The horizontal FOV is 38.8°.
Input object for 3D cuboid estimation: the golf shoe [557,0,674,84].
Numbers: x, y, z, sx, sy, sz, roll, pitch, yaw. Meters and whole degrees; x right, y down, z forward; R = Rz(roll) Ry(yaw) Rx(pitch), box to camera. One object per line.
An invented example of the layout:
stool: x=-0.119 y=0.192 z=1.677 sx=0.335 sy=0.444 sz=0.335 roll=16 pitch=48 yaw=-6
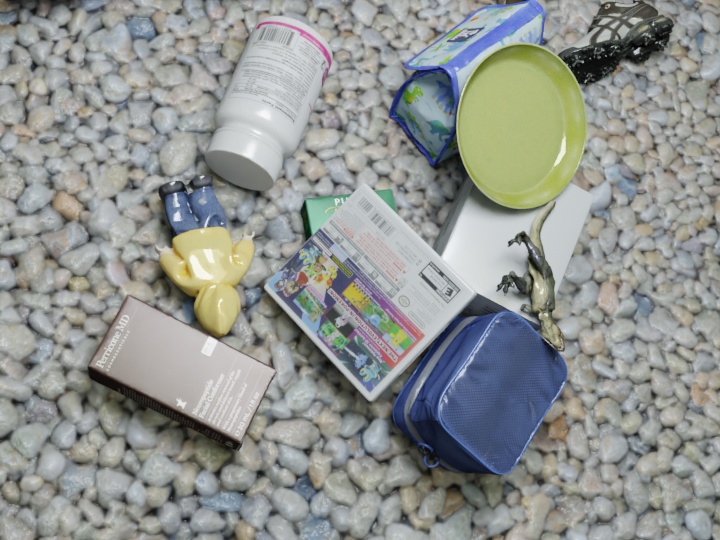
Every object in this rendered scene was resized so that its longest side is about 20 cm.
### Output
golf shoe: x=0.353 y=-0.337 z=1.485 sx=0.199 sy=0.078 sz=0.095 roll=-21 pitch=61 yaw=-20

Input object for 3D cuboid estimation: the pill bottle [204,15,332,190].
pill bottle: x=-0.119 y=-0.212 z=1.305 sx=0.113 sy=0.113 sz=0.201 roll=23 pitch=70 yaw=-5

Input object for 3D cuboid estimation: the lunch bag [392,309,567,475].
lunch bag: x=0.137 y=0.156 z=1.245 sx=0.136 sy=0.132 sz=0.200 roll=45 pitch=67 yaw=-14

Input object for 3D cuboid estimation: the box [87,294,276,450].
box: x=-0.209 y=0.121 z=1.205 sx=0.199 sy=0.075 sz=0.101 roll=26 pitch=70 yaw=-2

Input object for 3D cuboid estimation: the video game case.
video game case: x=0.009 y=0.025 z=1.239 sx=0.182 sy=0.023 sz=0.200 roll=-45 pitch=73 yaw=3

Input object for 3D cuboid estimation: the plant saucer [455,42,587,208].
plant saucer: x=0.193 y=-0.177 z=1.260 sx=0.199 sy=0.031 sz=0.202 roll=-3 pitch=96 yaw=-29

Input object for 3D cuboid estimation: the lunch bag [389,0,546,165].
lunch bag: x=0.144 y=-0.255 z=1.334 sx=0.170 sy=0.200 sz=0.128 roll=-39 pitch=85 yaw=-20

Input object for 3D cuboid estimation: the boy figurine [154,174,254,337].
boy figurine: x=-0.185 y=-0.016 z=1.257 sx=0.124 sy=0.064 sz=0.201 roll=-15 pitch=78 yaw=-17

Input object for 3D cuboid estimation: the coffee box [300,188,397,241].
coffee box: x=0.000 y=0.000 z=1.304 sx=0.122 sy=0.044 sz=0.201 roll=-9 pitch=76 yaw=-14

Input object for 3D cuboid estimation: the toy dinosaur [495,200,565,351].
toy dinosaur: x=0.207 y=-0.001 z=1.230 sx=0.088 sy=0.047 sz=0.202 roll=19 pitch=63 yaw=-40

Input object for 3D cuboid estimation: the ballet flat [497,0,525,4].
ballet flat: x=0.227 y=-0.356 z=1.466 sx=0.067 sy=0.046 sz=0.202 roll=4 pitch=72 yaw=-11

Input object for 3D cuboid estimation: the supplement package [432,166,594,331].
supplement package: x=0.184 y=-0.032 z=1.323 sx=0.155 sy=0.111 sz=0.201 roll=27 pitch=70 yaw=-4
